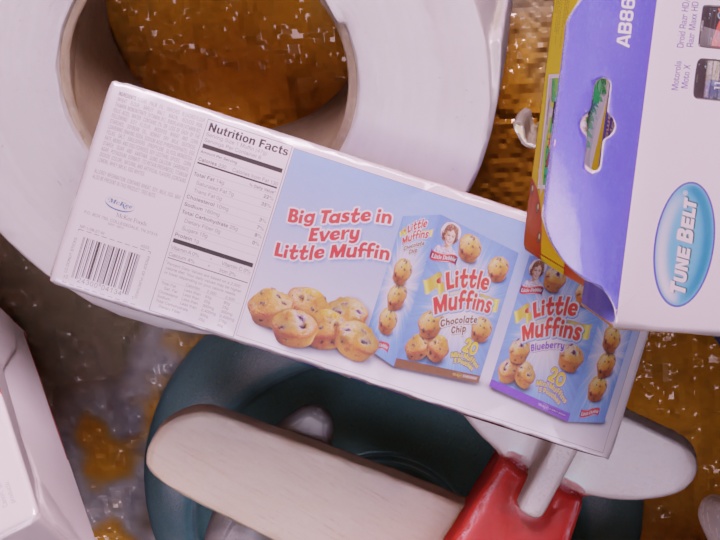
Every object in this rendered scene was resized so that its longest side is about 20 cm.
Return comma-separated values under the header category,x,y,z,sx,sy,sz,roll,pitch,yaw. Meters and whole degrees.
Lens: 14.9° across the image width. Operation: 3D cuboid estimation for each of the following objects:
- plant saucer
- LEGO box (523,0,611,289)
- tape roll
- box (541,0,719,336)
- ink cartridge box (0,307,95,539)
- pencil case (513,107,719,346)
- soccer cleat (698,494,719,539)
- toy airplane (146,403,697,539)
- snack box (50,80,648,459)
category,x,y,z,sx,sy,sz,roll,pitch,yaw
plant saucer,0.011,0.095,1.077,0.198,0.027,0.202,3,118,6
LEGO box,0.143,-0.093,0.881,0.148,0.077,0.202,4,99,-14
tape roll,-0.048,-0.080,0.970,0.201,0.071,0.204,3,117,6
box,0.150,-0.038,0.832,0.198,0.041,0.120,5,99,-11
ink cartridge box,-0.209,0.099,1.030,0.199,0.117,0.068,-26,149,6
pencil case,0.144,-0.004,0.979,0.089,0.078,0.200,-40,107,8
soccer cleat,0.198,0.042,0.925,0.199,0.086,0.070,-36,120,-15
toy airplane,0.039,0.120,1.009,0.198,0.141,0.201,-20,86,-5
snack box,0.000,0.000,0.934,0.199,0.024,0.072,18,88,-1
